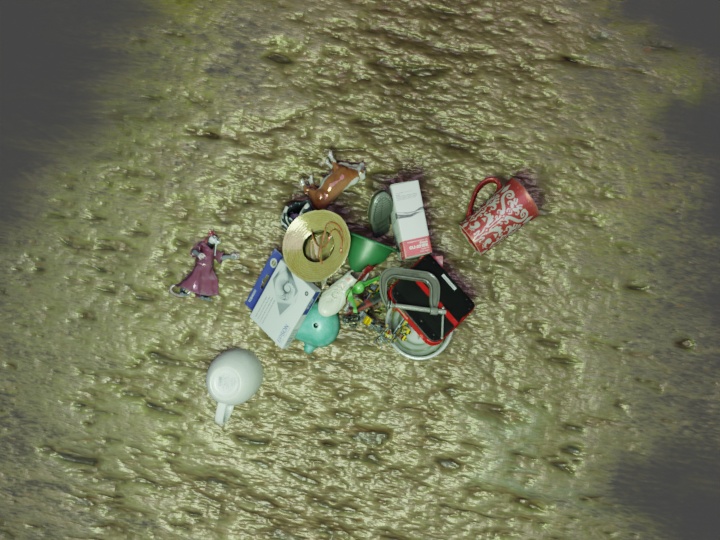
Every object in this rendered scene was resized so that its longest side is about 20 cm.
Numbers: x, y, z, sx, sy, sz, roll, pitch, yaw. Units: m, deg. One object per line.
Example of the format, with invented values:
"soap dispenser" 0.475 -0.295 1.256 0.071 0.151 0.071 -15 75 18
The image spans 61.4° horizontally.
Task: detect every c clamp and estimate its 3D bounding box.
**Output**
"c clamp" 0.139 0.075 1.603 0.194 0.027 0.175 13 70 -5

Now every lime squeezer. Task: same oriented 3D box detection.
"lime squeezer" 0.000 0.053 1.653 0.069 0.200 0.038 -12 111 33

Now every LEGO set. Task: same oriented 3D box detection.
"LEGO set" 0.051 0.107 1.678 0.154 0.116 0.200 -48 59 2

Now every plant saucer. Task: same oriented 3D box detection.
"plant saucer" 0.168 0.156 1.731 0.194 0.050 0.206 -2 74 7

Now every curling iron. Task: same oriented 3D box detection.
"curling iron" 0.028 0.096 1.626 0.198 0.026 0.050 -33 74 -29

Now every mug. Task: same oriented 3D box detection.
"mug" -0.360 0.324 1.677 0.144 0.175 0.206 14 88 1
"mug" 0.382 -0.156 1.734 0.199 0.178 0.134 -38 125 3

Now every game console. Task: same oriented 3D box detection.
"game console" 0.189 0.081 1.640 0.176 0.031 0.201 -40 82 -19

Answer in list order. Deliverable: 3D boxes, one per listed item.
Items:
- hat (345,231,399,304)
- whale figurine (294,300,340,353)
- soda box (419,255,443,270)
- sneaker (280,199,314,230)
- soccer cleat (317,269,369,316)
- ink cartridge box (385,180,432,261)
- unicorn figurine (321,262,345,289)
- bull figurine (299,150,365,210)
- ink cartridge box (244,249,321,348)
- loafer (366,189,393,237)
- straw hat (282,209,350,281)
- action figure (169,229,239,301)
"hat" 0.000 0.000 1.676 0.163 0.198 0.181 19 92 42
"whale figurine" -0.156 0.156 1.718 0.194 0.104 0.164 -3 89 3
"soda box" 0.197 0.065 1.694 0.068 0.064 0.206 1 75 8
"sneaker" -0.135 -0.135 1.708 0.195 0.130 0.081 25 75 4
"soccer cleat" -0.047 0.049 1.694 0.069 0.078 0.200 43 56 5
"ink cartridge box" 0.134 -0.138 1.705 0.081 0.144 0.206 -12 89 -3
"unicorn figurine" -0.112 -0.001 1.723 0.194 0.075 0.140 -11 46 12
"bull figurine" -0.078 -0.264 1.751 0.199 0.065 0.122 -43 85 -3
"ink cartridge box" -0.230 0.077 1.693 0.199 0.040 0.202 39 109 23
"loafer" 0.043 -0.165 1.690 0.074 0.201 0.070 -28 67 -15
"straw hat" -0.108 -0.063 1.662 0.195 0.085 0.208 -2 84 16
"action figure" -0.446 -0.017 1.745 0.146 0.132 0.206 -4 72 42
